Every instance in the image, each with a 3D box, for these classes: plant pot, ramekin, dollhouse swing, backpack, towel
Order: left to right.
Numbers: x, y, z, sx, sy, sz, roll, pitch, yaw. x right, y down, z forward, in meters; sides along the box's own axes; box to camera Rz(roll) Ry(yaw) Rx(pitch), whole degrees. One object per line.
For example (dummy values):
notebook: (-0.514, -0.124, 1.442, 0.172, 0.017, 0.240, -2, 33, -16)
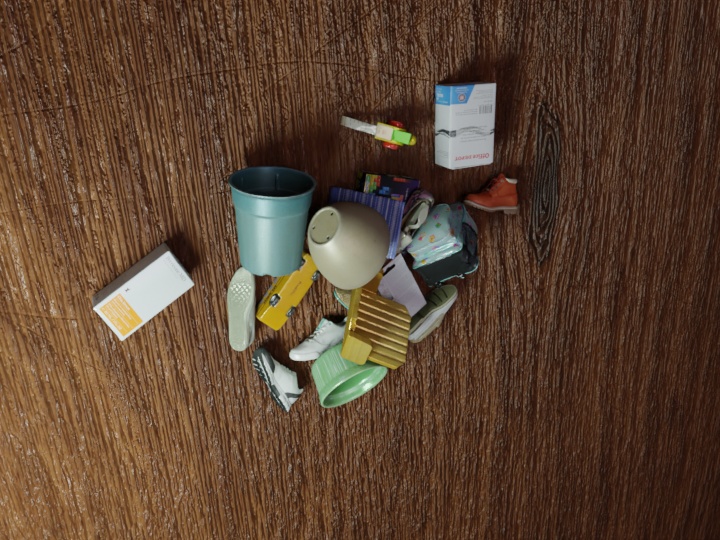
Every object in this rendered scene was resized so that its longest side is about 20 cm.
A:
plant pot: (-0.201, -0.108, 1.379, 0.194, 0.200, 0.202, -7, 118, -24)
plant pot: (-0.047, -0.075, 1.398, 0.133, 0.199, 0.204, 29, 94, -51)
ramekin: (-0.034, 0.262, 1.592, 0.195, 0.099, 0.202, -25, 155, -12)
towel: (0.006, -0.117, 1.507, 0.193, 0.024, 0.150, 13, 103, 12)
dollhouse swing: (0.054, 0.118, 1.487, 0.170, 0.183, 0.206, 14, 60, -4)
backpack: (0.218, -0.083, 1.593, 0.173, 0.203, 0.154, -25, 118, 34)

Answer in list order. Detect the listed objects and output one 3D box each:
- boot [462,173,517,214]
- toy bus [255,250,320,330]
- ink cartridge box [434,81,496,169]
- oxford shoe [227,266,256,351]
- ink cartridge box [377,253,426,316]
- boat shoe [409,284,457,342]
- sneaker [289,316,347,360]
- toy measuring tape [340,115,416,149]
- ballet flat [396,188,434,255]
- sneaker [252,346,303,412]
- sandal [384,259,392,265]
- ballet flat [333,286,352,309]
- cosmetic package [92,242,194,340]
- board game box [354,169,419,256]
boot: (0.365, -0.217, 1.702, 0.195, 0.074, 0.111, -4, 106, -35)
toy bus: (-0.177, 0.045, 1.500, 0.065, 0.078, 0.203, 35, 90, -31)
ink cartridge box: (0.271, -0.379, 1.584, 0.140, 0.084, 0.207, -10, 111, -23)
oxford shoe: (-0.283, 0.091, 1.478, 0.057, 0.073, 0.208, -15, 111, -64)
ink cartridge box: (0.096, 0.048, 1.647, 0.108, 0.050, 0.202, -39, 128, -11)
boat shoe: (0.202, 0.123, 1.735, 0.198, 0.075, 0.069, -39, 127, -2)
sneaker: (-0.102, 0.173, 1.599, 0.195, 0.074, 0.092, -16, 103, -30)
toy measuring tape: (0.045, -0.345, 1.504, 0.193, 0.074, 0.076, 13, 103, -7)
ballet flat: (0.121, -0.113, 1.542, 0.068, 0.071, 0.203, 32, 92, -34)
sneaker: (-0.214, 0.267, 1.574, 0.080, 0.073, 0.204, -39, 126, -26)
sandal: (0.003, 0.001, 1.580, 0.206, 0.077, 0.072, -6, 105, -31)
ballet flat: (0.010, 0.089, 1.616, 0.064, 0.072, 0.199, -32, 132, 19)
cosmetic package: (-0.480, 0.045, 1.347, 0.199, 0.071, 0.103, -40, 120, -11)
board game box: (0.057, -0.144, 1.571, 0.160, 0.057, 0.207, 2, 106, -27)
